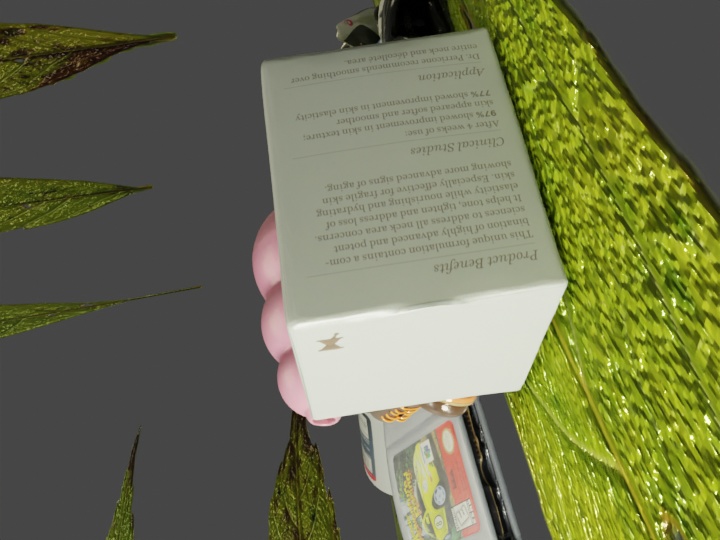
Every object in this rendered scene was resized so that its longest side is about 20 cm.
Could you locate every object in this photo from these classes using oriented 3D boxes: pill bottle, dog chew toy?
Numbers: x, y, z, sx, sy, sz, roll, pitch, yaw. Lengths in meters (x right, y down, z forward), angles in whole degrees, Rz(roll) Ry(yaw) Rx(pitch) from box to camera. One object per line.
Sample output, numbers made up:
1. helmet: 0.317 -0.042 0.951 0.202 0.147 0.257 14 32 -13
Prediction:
1. pill bottle: 0.055 0.172 0.921 0.121 0.116 0.204 -102 6 -55
2. dog chew toy: -0.036 0.034 0.649 0.126 0.121 0.204 87 179 -59

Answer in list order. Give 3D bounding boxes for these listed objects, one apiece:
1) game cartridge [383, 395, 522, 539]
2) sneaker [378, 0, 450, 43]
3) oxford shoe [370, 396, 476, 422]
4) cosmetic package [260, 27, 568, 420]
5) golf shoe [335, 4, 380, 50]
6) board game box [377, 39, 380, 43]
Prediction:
1. game cartridge: 0.078 0.201 0.673 0.133 0.040 0.204 -51 46 49
2. sneaker: 0.050 -0.168 0.655 0.090 0.065 0.206 175 89 -88
3. oxford shoe: 0.045 0.103 0.647 0.200 0.069 0.075 -159 79 -74
4. cosmetic package: 0.026 -0.027 0.519 0.168 0.163 0.205 87 175 -61
5. golf shoe: 0.014 -0.264 0.943 0.201 0.086 0.079 86 173 -67
6. board game box: -0.008 -0.157 0.840 0.151 0.036 0.204 -37 34 54
